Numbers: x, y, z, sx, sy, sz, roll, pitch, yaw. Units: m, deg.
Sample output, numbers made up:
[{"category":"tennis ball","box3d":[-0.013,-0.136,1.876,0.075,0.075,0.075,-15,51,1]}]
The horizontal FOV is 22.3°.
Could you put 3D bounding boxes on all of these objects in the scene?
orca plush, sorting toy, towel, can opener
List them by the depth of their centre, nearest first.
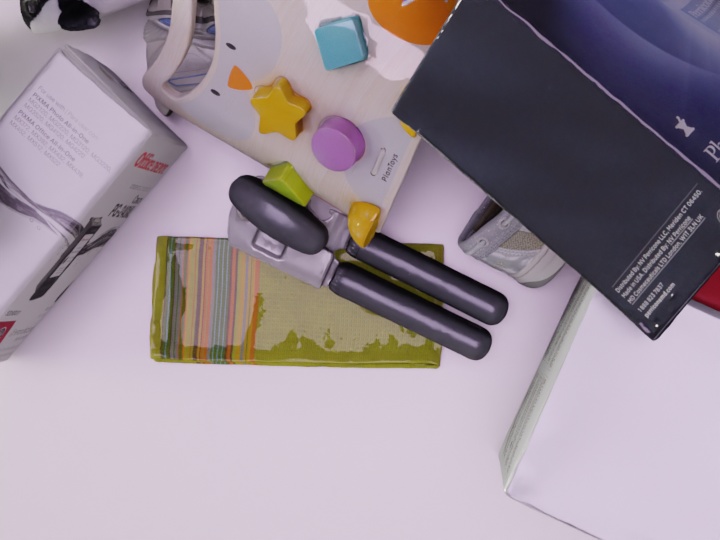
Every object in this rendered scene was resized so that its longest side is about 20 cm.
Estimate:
[{"category":"sorting toy","box3d":[-0.043,-0.119,1.138,0.179,0.107,0.201,24,132,1]},{"category":"orca plush","box3d":[-0.156,-0.208,1.180,0.105,0.199,0.071,-40,115,-34]},{"category":"can opener","box3d":[0.000,0.000,1.199,0.199,0.066,0.053,26,102,0]},{"category":"towel","box3d":[-0.043,0.022,1.236,0.198,0.018,0.087,1,90,4]}]

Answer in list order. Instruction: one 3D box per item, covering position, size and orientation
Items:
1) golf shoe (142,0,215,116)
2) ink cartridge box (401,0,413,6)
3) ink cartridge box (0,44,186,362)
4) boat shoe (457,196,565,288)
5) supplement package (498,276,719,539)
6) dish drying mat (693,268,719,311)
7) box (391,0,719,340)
[{"category":"golf shoe","box3d":[-0.047,-0.134,1.223,0.198,0.078,0.098,9,111,6]},{"category":"ink cartridge box","box3d":[0.112,-0.232,1.024,0.197,0.200,0.044,-27,105,20]},{"category":"ink cartridge box","box3d":[-0.212,-0.038,1.184,0.083,0.145,0.200,41,93,2]},{"category":"boat shoe","box3d":[0.135,-0.088,1.187,0.064,0.074,0.203,25,102,-21]},{"category":"supplement package","box3d":[0.199,0.100,1.127,0.190,0.200,0.148,24,91,3]},{"category":"dish drying mat","box3d":[0.213,-0.004,1.141,0.199,0.077,0.018,26,126,-8]},{"category":"box","box3d":[0.161,-0.106,1.034,0.198,0.123,0.200,40,47,8]}]
